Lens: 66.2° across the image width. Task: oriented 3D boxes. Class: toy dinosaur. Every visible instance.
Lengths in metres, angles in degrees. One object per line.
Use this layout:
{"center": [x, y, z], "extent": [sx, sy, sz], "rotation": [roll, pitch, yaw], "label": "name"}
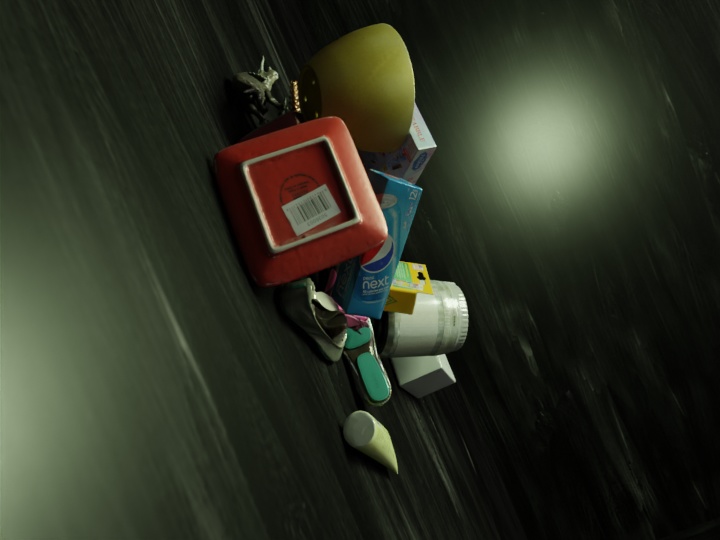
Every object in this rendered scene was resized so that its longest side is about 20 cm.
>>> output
{"center": [-0.198, -0.321, 1.003], "extent": [0.103, 0.077, 0.200], "rotation": [47, 24, -6], "label": "toy dinosaur"}
{"center": [-0.120, -0.272, 1.094], "extent": [0.099, 0.202, 0.138], "rotation": [13, 42, -18], "label": "toy dinosaur"}

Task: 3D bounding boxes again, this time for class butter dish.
{"center": [-0.086, -0.082, 0.784], "extent": [0.148, 0.195, 0.204], "rotation": [116, -48, -72], "label": "butter dish"}

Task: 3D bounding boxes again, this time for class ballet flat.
{"center": [-0.052, 0.079, 0.828], "extent": [0.201, 0.062, 0.069], "rotation": [55, 20, -51], "label": "ballet flat"}
{"center": [-0.002, 0.147, 0.981], "extent": [0.072, 0.070, 0.205], "rotation": [42, 26, -66], "label": "ballet flat"}

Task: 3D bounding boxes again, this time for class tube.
{"center": [0.025, 0.270, 0.869], "extent": [0.059, 0.051, 0.201], "rotation": [-66, 155, -17], "label": "tube"}

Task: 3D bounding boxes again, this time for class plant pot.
{"center": [-0.021, -0.288, 0.900], "extent": [0.200, 0.138, 0.206], "rotation": [40, -43, 53], "label": "plant pot"}

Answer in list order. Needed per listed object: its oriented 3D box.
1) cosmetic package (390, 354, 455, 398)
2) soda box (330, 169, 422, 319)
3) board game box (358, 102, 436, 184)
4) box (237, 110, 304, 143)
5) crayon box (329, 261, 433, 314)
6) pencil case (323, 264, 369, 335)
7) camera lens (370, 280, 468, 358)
{"center": [0.143, 0.201, 1.426], "extent": [0.200, 0.120, 0.204], "rotation": [48, 19, -62], "label": "cosmetic package"}
{"center": [0.021, -0.038, 0.817], "extent": [0.063, 0.206, 0.068], "rotation": [10, 15, -28], "label": "soda box"}
{"center": [0.046, -0.237, 0.999], "extent": [0.205, 0.040, 0.200], "rotation": [68, -25, 20], "label": "board game box"}
{"center": [-0.106, -0.152, 0.944], "extent": [0.204, 0.107, 0.128], "rotation": [64, 10, -9], "label": "box"}
{"center": [0.036, 0.024, 1.073], "extent": [0.127, 0.193, 0.053], "rotation": [-93, -168, -63], "label": "crayon box"}
{"center": [0.000, 0.000, 0.957], "extent": [0.091, 0.091, 0.205], "rotation": [42, 59, -50], "label": "pencil case"}
{"center": [0.113, 0.103, 1.190], "extent": [0.159, 0.194, 0.166], "rotation": [-179, -90, -72], "label": "camera lens"}
